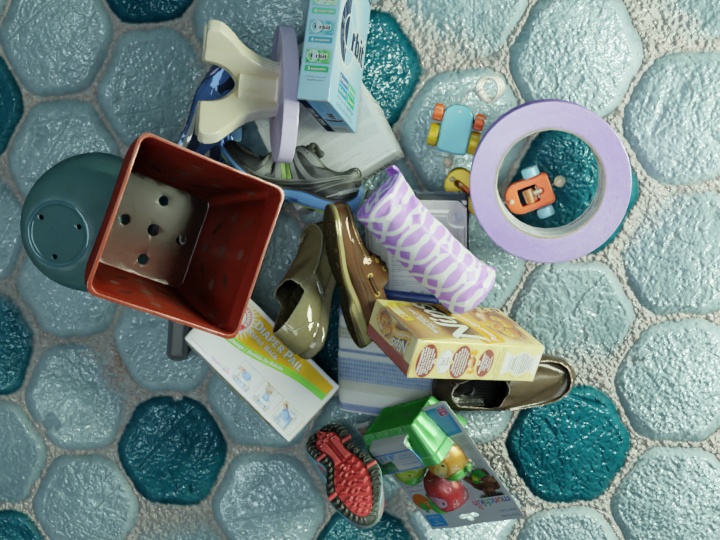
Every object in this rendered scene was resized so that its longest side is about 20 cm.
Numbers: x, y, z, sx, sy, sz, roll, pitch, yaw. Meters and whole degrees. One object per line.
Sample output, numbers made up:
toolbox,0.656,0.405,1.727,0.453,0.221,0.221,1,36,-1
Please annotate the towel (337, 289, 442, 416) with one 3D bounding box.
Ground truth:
towel,0.040,0.116,1.386,0.145,0.024,0.202,5,116,10

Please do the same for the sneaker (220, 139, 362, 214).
sneaker,-0.088,-0.132,1.325,0.198,0.071,0.084,19,88,10

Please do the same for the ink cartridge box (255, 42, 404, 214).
ink cartridge box,-0.055,-0.203,1.374,0.162,0.057,0.201,-29,75,13

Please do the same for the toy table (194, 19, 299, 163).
toy table,-0.142,-0.228,1.255,0.116,0.201,0.185,4,133,-12

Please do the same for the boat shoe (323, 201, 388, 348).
boat shoe,0.000,0.001,1.298,0.067,0.072,0.202,-19,114,-11

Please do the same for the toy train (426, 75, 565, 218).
toy train,0.173,-0.149,1.333,0.149,0.056,0.201,-25,97,11

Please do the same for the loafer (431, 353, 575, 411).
loafer,0.198,0.162,1.353,0.198,0.071,0.074,-9,99,-6

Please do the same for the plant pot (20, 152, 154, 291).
plant pot,-0.391,-0.060,1.399,0.198,0.135,0.203,1,99,9

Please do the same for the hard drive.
hard drive,0.077,-0.009,1.349,0.138,0.038,0.202,2,117,9

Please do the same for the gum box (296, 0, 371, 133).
gum box,-0.028,-0.290,1.259,0.044,0.170,0.202,6,86,11

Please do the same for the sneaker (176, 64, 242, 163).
sneaker,-0.191,-0.199,1.375,0.082,0.074,0.201,27,112,9

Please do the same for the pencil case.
pencil case,0.087,-0.033,1.265,0.200,0.084,0.086,44,68,-15

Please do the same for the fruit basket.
fruit basket,0.100,0.274,1.364,0.184,0.094,0.201,-22,103,46

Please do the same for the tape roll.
tape roll,0.237,-0.113,1.271,0.198,0.066,0.202,2,103,7

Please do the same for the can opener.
can opener,-0.265,0.027,1.434,0.066,0.053,0.202,1,102,0

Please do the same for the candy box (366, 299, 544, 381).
candy box,0.121,0.090,1.286,0.198,0.115,0.056,6,111,-30

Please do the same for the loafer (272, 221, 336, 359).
loafer,-0.073,0.016,1.343,0.067,0.202,0.076,24,144,-31

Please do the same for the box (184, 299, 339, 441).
box,-0.138,0.129,1.386,0.200,0.113,0.101,44,79,1

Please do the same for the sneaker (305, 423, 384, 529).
sneaker,-0.004,0.290,1.372,0.079,0.200,0.096,-32,120,-2

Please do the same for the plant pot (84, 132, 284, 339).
plant pot,-0.244,-0.045,1.292,0.198,0.176,0.202,21,85,-27
